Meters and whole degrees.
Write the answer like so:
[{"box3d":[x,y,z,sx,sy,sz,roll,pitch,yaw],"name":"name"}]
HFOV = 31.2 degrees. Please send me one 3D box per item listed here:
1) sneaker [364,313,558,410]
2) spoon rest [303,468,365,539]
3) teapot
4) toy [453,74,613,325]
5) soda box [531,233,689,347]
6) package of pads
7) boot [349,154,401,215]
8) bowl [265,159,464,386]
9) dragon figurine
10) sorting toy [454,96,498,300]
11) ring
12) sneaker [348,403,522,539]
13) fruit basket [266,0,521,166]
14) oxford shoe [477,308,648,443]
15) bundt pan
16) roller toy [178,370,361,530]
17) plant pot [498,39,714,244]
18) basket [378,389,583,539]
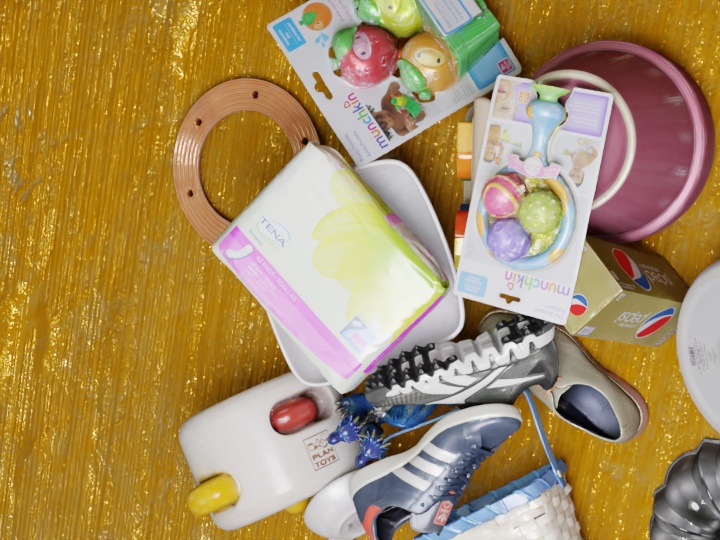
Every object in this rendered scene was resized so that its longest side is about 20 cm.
[{"box3d":[0.104,0.110,1.249,0.198,0.067,0.091,-19,112,5],"name":"sneaker"},{"box3d":[-0.014,0.274,1.383,0.061,0.099,0.201,53,157,38],"name":"spoon rest"},{"box3d":[0.396,0.069,1.167,0.198,0.145,0.201,54,141,35],"name":"teapot"},{"box3d":[0.141,-0.065,1.118,0.114,0.047,0.202,15,95,32],"name":"toy"},{"box3d":[0.243,0.022,1.196,0.064,0.199,0.068,-44,62,22],"name":"soda box"},{"box3d":[-0.025,-0.007,1.246,0.154,0.068,0.200,-45,84,10],"name":"package of pads"},{"box3d":[0.021,-0.022,1.373,0.095,0.073,0.202,-14,88,33],"name":"boot"},{"box3d":[0.000,0.000,1.315,0.198,0.075,0.202,-20,91,14],"name":"bowl"},{"box3d":[0.038,0.130,1.324,0.059,0.199,0.099,59,153,-13],"name":"dragon figurine"},{"box3d":[0.109,-0.074,1.263,0.036,0.200,0.188,1,96,2],"name":"sorting toy"},{"box3d":[-0.127,-0.116,1.469,0.198,0.019,0.203,2,95,25],"name":"ring"},{"box3d":[0.080,0.203,1.235,0.199,0.075,0.085,-36,51,26],"name":"sneaker"},{"box3d":[0.034,-0.228,1.295,0.199,0.094,0.186,-29,75,-13],"name":"fruit basket"},{"box3d":[0.198,0.103,1.299,0.199,0.074,0.071,32,108,20],"name":"oxford shoe"},{"box3d":[0.368,0.261,1.231,0.200,0.076,0.205,3,96,25],"name":"bundt pan"},{"box3d":[-0.092,0.195,1.386,0.181,0.200,0.141,-25,84,8],"name":"roller toy"},{"box3d":[0.217,-0.120,1.211,0.198,0.179,0.203,2,95,26],"name":"plant pot"},{"box3d":[0.126,0.233,1.309,0.175,0.139,0.202,-26,88,22],"name":"basket"}]
